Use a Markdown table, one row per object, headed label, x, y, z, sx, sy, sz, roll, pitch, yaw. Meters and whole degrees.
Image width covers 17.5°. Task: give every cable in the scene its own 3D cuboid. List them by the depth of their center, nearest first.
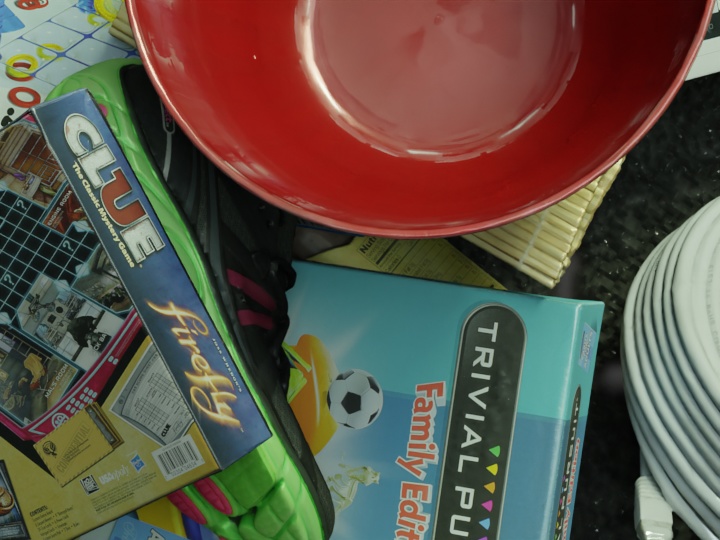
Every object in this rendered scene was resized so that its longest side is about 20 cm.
| label | x | y | z | sx | sy | sz | roll | pitch | yaw |
| --- | --- | --- | --- | --- | --- | --- | --- | --- | --- |
| cable | 0.200 | 0.046 | 0.944 | 0.199 | 0.069 | 0.201 | 7 | 51 | -18 |

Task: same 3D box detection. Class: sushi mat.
| label | x | y | z | sx | sy | sz | roll | pitch | yaw |
| --- | --- | --- | --- | --- | --- | --- | --- | --- | --- |
| sushi mat | 0.010 | -0.083 | 0.876 | 0.199 | 0.012 | 0.096 | 31 | 85 | 10 |

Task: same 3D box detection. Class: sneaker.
| label | x | y | z | sx | sy | sz | roll | pitch | yaw |
| --- | --- | --- | --- | --- | --- | --- | --- | --- | --- |
| sneaker | -0.047 | 0.015 | 0.848 | 0.084 | 0.076 | 0.201 | -28 | 104 | -38 |

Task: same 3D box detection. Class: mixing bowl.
| label | x | y | z | sx | sy | sz | roll | pitch | yaw |
| --- | --- | --- | --- | --- | --- | --- | --- | --- | --- |
| mixing bowl | 0.025 | -0.100 | 0.815 | 0.198 | 0.108 | 0.202 | -1 | 80 | 6 |

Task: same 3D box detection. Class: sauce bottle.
| label | x | y | z | sx | sy | sz | roll | pitch | yaw |
| --- | --- | --- | --- | --- | --- | --- | --- | --- | --- |
| sauce bottle | 0.000 | 0.000 | 0.961 | 0.200 | 0.065 | 0.065 | 38 | 78 | 5 |

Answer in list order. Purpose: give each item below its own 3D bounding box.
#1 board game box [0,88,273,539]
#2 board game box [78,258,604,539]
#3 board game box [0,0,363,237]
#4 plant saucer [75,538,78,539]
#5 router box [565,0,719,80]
| label | x | y | z | sx | sy | sz | roll | pitch | yaw |
| --- | --- | --- | --- | --- | --- | --- | --- | --- | --- |
| board game box | -0.139 | 0.038 | 0.834 | 0.035 | 0.199 | 0.136 | -31 | 93 | -54 |
| board game box | -0.017 | 0.072 | 0.905 | 0.199 | 0.047 | 0.152 | 8 | 92 | 17 |
| board game box | -0.077 | -0.128 | 0.929 | 0.198 | 0.056 | 0.197 | 9 | 81 | 8 |
| plant saucer | -0.177 | 0.033 | 0.906 | 0.198 | 0.031 | 0.202 | 3 | 102 | 16 |
| router box | 0.124 | -0.177 | 0.934 | 0.179 | 0.049 | 0.202 | -15 | 98 | -32 |
